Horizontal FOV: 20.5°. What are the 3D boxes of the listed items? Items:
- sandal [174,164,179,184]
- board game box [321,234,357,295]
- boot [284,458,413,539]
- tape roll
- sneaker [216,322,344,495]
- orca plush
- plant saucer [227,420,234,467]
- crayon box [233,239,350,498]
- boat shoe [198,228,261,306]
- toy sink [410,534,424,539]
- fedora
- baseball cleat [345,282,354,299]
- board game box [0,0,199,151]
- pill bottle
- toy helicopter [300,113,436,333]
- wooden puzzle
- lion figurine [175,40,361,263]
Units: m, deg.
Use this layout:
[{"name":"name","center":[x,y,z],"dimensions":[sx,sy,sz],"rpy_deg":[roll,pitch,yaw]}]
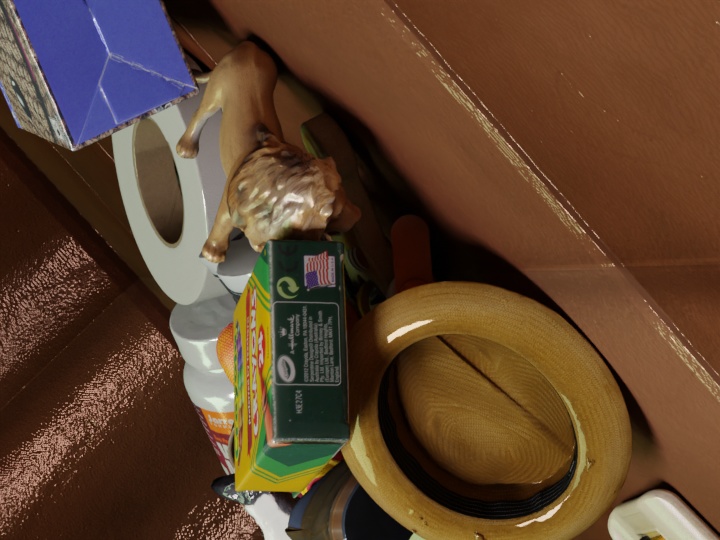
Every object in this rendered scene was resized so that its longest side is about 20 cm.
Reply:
[{"name":"sandal","center":[-0.098,-0.083,1.623],"dimensions":[0.200,0.048,0.076],"rpy_deg":[12,145,52]},{"name":"board game box","center":[0.000,0.000,1.567],"dimensions":[0.095,0.030,0.200],"rpy_deg":[43,173,24]},{"name":"boot","center":[0.027,0.119,1.355],"dimensions":[0.097,0.200,0.075],"rpy_deg":[-13,116,55]},{"name":"tape roll","center":[-0.146,-0.075,1.572],"dimensions":[0.203,0.037,0.205],"rpy_deg":[44,141,51]},{"name":"sneaker","center":[-0.032,0.115,1.416],"dimensions":[0.200,0.073,0.077],"rpy_deg":[49,-160,7]},{"name":"orca plush","center":[-0.041,0.222,1.472],"dimensions":[0.200,0.105,0.071],"rpy_deg":[48,-167,-16]},{"name":"plant saucer","center":[-0.017,0.097,1.575],"dimensions":[0.037,0.199,0.201],"rpy_deg":[64,-179,31]},{"name":"crayon box","center":[-0.050,0.070,1.277],"dimensions":[0.200,0.050,0.128],"rpy_deg":[121,148,-70]},{"name":"boat shoe","center":[-0.065,0.005,1.404],"dimensions":[0.068,0.072,0.200],"rpy_deg":[54,168,-10]},{"name":"toy sink","center":[0.042,0.173,1.505],"dimensions":[0.130,0.200,0.112],"rpy_deg":[43,-175,22]},{"name":"fedora","center":[0.079,0.083,1.263],"dimensions":[0.201,0.200,0.082],"rpy_deg":[49,-155,-14]},{"name":"baseball cleat","center":[-0.044,0.016,1.584],"dimensions":[0.107,0.069,0.201],"rpy_deg":[49,163,34]},{"name":"board game box","center":[-0.206,-0.182,1.368],"dimensions":[0.161,0.096,0.200],"rpy_deg":[68,165,-15]},{"name":"pill bottle","center":[-0.084,0.106,1.670],"dimensions":[0.109,0.109,0.201],"rpy_deg":[35,153,52]},{"name":"toy helicopter","center":[0.008,-0.014,1.333],"dimensions":[0.132,0.078,0.201],"rpy_deg":[44,161,57]},{"name":"wooden puzzle","center":[0.248,0.234,1.395],"dimensions":[0.185,0.037,0.200],"rpy_deg":[46,171,8]},{"name":"lion figurine","center":[-0.070,-0.086,1.285],"dimensions":[0.201,0.072,0.123],"rpy_deg":[67,148,27]}]
